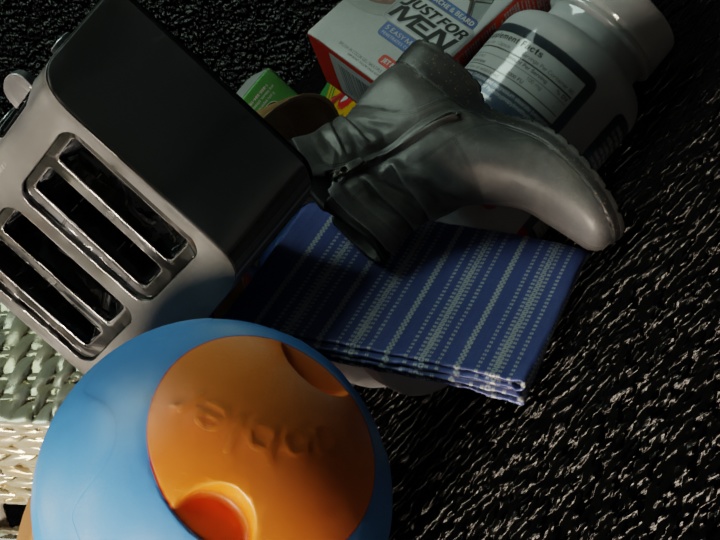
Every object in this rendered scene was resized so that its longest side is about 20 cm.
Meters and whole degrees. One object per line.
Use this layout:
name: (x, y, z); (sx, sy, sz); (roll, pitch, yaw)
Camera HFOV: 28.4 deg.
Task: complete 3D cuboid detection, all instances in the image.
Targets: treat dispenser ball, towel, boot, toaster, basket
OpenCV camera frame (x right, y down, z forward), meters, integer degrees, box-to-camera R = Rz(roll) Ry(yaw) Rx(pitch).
treat dispenser ball: (-0.082, 0.128, 0.792); (0.201, 0.201, 0.201); (-46, 12, 13)
towel: (0.027, 0.016, 0.878); (0.145, 0.198, 0.024); (-58, -29, -46)
boot: (0.055, -0.046, 0.891); (0.132, 0.200, 0.070); (-42, -29, -16)
toaster: (-0.143, -0.040, 0.878); (0.181, 0.200, 0.119); (-39, 12, 43)
basket: (-0.207, 0.085, 0.988); (0.134, 0.124, 0.201); (-1, 37, 17)

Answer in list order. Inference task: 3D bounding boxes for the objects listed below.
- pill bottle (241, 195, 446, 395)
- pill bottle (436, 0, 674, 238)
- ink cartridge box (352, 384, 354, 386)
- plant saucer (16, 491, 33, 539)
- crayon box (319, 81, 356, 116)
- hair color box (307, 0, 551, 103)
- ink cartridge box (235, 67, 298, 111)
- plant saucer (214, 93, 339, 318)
pill bottle: (-0.001, 0.016, 1.001); (0.112, 0.112, 0.200); (-49, 29, -5)
pill bottle: (0.124, -0.112, 1.003); (0.200, 0.119, 0.120); (-49, 12, -4)
ink cartridge box: (0.000, 0.000, 1.152); (0.201, 0.094, 0.044); (-55, -25, -21)
plant saucer: (-0.141, 0.171, 0.914); (0.032, 0.201, 0.201); (13, 56, 40)
crayon box: (0.042, -0.185, 1.171); (0.127, 0.051, 0.201); (-6, 49, 58)
hair color box: (0.072, -0.199, 1.066); (0.200, 0.111, 0.064); (-44, -32, -13)
ink cartridge box: (-0.074, -0.081, 1.442); (0.147, 0.200, 0.083); (-52, 15, -14)
plant saucer: (-0.082, -0.048, 1.089); (0.200, 0.035, 0.201); (-47, -27, -33)
